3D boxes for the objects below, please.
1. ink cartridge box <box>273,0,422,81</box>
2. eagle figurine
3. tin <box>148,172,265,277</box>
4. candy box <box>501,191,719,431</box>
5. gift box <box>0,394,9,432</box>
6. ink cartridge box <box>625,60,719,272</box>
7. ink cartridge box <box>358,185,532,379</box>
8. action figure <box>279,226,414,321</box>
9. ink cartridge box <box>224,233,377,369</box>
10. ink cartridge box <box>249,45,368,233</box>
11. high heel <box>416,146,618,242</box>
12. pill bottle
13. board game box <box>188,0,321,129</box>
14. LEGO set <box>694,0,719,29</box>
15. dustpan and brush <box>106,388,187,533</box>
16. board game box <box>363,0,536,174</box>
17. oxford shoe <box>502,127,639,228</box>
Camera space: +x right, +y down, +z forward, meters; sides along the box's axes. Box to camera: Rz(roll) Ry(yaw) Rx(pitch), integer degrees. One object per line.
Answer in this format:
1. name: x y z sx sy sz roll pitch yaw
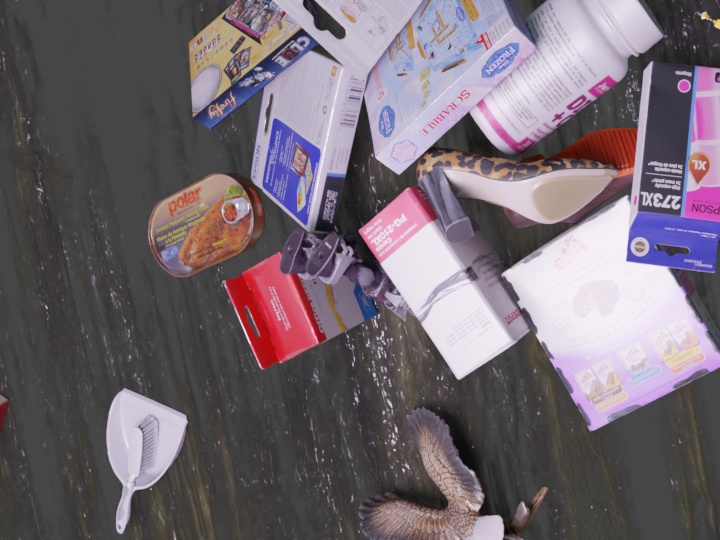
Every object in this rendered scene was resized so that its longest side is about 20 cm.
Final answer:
1. ink cartridge box: 0.000 -0.341 0.963 0.159 0.047 0.202 37 91 -25
2. eagle figurine: 0.104 0.287 1.066 0.198 0.152 0.153 32 132 13
3. tin: -0.215 -0.064 1.208 0.197 0.042 0.114 -20 94 32
4. candy box: 0.279 0.043 0.960 0.166 0.071 0.203 -32 84 27
5. gift box: -0.716 0.248 1.452 0.184 0.184 0.204 27 107 10
6. ink cartridge box: 0.328 -0.105 0.885 0.092 0.037 0.206 7 88 4
7. ink cartridge box: 0.107 0.006 0.999 0.084 0.144 0.202 -37 82 25
8. action figure: 0.000 0.000 1.029 0.129 0.198 0.071 29 97 38
9. ink cartridge box: -0.068 0.034 1.062 0.066 0.199 0.118 -26 88 29
10. ink cartridge box: -0.071 -0.176 1.088 0.200 0.046 0.202 42 125 54
11. high heel: 0.160 -0.111 0.927 0.195 0.144 0.072 -16 133 -2
12. pill bottle: 0.210 -0.223 0.923 0.199 0.113 0.115 -36 83 28
13. board game box: -0.137 -0.288 1.097 0.198 0.034 0.138 -30 53 29
14. LEGO set: 0.375 -0.302 0.822 0.153 0.115 0.203 -35 83 27
15. dustpan and brush: -0.342 0.302 1.330 0.137 0.057 0.205 17 107 23
16. board game box: 0.084 -0.239 0.957 0.199 0.041 0.203 -40 37 28
17. oxford shoe: 0.251 -0.100 0.963 0.195 0.072 0.073 -13 134 19
